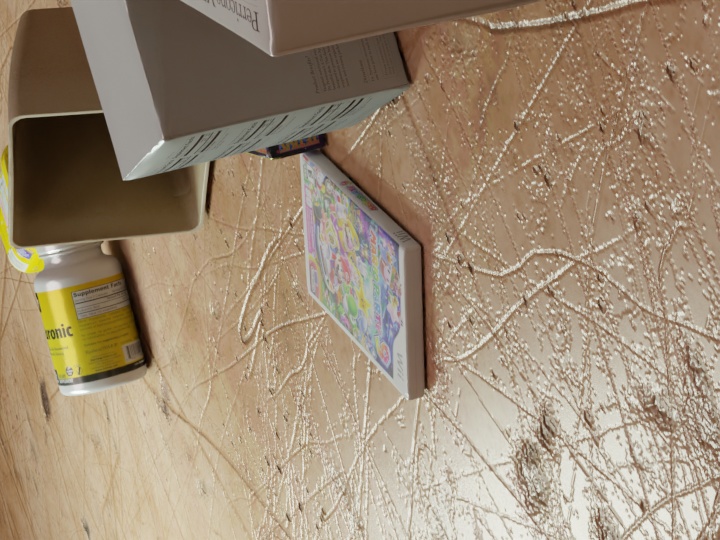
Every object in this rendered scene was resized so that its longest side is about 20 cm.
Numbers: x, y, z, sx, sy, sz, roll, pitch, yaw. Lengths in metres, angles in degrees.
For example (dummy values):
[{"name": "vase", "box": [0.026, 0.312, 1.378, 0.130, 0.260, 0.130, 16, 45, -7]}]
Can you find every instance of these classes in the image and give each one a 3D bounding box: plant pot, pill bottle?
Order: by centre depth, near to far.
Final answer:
[{"name": "plant pot", "box": [-0.266, -0.160, 1.963, 0.200, 0.200, 0.177, 103, 156, -52]}, {"name": "pill bottle", "box": [-0.336, 0.045, 2.372, 0.111, 0.111, 0.200, 178, 78, -69]}]

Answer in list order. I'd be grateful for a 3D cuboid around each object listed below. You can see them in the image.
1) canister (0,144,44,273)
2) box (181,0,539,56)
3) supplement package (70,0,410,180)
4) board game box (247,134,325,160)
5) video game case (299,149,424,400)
[{"name": "canister", "box": [-0.427, -0.085, 2.549, 0.200, 0.086, 0.149, 143, 110, -69]}, {"name": "box", "box": [-0.009, -0.234, 1.222, 0.199, 0.200, 0.131, -143, 43, -58]}, {"name": "supplement package", "box": [-0.100, -0.192, 1.483, 0.147, 0.200, 0.191, 153, 101, -69]}, {"name": "board game box", "box": [-0.105, -0.191, 1.699, 0.200, 0.057, 0.166, 23, 127, 64]}, {"name": "video game case", "box": [0.000, 0.000, 1.616, 0.200, 0.018, 0.143, -135, 36, -52]}]
